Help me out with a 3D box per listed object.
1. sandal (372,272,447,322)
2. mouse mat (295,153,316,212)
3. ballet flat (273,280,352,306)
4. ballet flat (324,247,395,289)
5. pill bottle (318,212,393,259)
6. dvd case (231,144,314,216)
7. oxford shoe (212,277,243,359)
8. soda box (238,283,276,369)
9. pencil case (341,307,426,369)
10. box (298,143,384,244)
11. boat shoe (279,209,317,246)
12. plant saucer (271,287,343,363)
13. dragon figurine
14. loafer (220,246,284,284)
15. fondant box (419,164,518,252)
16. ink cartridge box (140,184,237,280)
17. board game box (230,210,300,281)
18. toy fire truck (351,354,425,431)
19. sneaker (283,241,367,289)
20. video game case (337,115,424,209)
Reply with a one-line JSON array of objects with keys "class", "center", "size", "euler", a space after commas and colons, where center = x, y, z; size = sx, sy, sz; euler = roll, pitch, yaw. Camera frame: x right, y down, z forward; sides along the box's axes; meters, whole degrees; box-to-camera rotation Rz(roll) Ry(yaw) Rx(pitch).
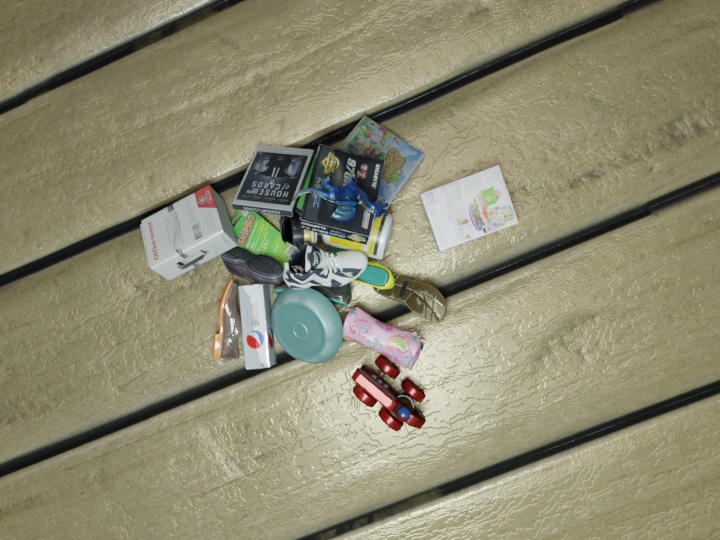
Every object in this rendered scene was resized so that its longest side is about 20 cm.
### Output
[{"class": "sandal", "center": [0.121, 0.060, 1.325], "size": [0.198, 0.054, 0.081], "euler": [24, 85, 20]}, {"class": "mouse mat", "center": [-0.107, -0.200, 1.307], "size": [0.199, 0.008, 0.161], "euler": [36, 64, 25]}, {"class": "ballet flat", "center": [-0.112, 0.038, 1.338], "size": [0.196, 0.068, 0.070], "euler": [10, 75, 10]}, {"class": "ballet flat", "center": [0.000, 0.000, 1.321], "size": [0.198, 0.067, 0.068], "euler": [22, 92, 31]}, {"class": "pill bottle", "center": [-0.027, -0.104, 1.309], "size": [0.197, 0.111, 0.113], "euler": [15, 90, 5]}, {"class": "dvd case", "center": [-0.204, -0.218, 1.309], "size": [0.148, 0.025, 0.202], "euler": [7, 55, 10]}, {"class": "oxford shoe", "center": [-0.316, 0.120, 1.362], "size": [0.072, 0.071, 0.204], "euler": [9, 96, -12]}, {"class": "soda box", "center": [-0.251, 0.135, 1.347], "size": [0.062, 0.068, 0.204], "euler": [-6, 88, 5]}, {"class": "pencil case", "center": [0.053, 0.158, 1.306], "size": [0.197, 0.087, 0.089], "euler": [23, 91, 8]}, {"class": "box", "center": [-0.040, -0.170, 1.224], "size": [0.156, 0.046, 0.203], "euler": [14, 66, -4]}, {"class": "boat shoe", "center": [-0.161, -0.099, 1.286], "size": [0.061, 0.200, 0.076], "euler": [-9, 109, -22]}, {"class": "plant saucer", "center": [-0.137, 0.137, 1.307], "size": [0.197, 0.036, 0.203], "euler": [10, 113, 23]}, {"class": "dragon figurine", "center": [-0.037, -0.145, 1.150], "size": [0.197, 0.059, 0.101], "euler": [-8, 60, -21]}, {"class": "loafer", "center": [-0.256, -0.002, 1.328], "size": [0.198, 0.072, 0.064], "euler": [21, 131, 32]}, {"class": "fondant box", "center": [0.256, -0.145, 1.310], "size": [0.197, 0.058, 0.147], "euler": [-19, 87, 6]}, {"class": "ink cartridge box", "center": [-0.417, -0.090, 1.340], "size": [0.198, 0.083, 0.148], "euler": [-26, 63, 5]}, {"class": "board game box", "center": [-0.240, -0.068, 1.372], "size": [0.199, 0.030, 0.096], "euler": [39, 92, 3]}, {"class": "toy fire truck", "center": [0.065, 0.292, 1.262], "size": [0.199, 0.168, 0.113], "euler": [41, 93, 5]}, {"class": "sneaker", "center": [-0.081, -0.016, 1.226], "size": [0.195, 0.130, 0.081], "euler": [-5, 74, 1]}, {"class": "video game case", "center": [0.031, -0.255, 1.310], "size": [0.181, 0.022, 0.201], "euler": [34, 64, 5]}]
